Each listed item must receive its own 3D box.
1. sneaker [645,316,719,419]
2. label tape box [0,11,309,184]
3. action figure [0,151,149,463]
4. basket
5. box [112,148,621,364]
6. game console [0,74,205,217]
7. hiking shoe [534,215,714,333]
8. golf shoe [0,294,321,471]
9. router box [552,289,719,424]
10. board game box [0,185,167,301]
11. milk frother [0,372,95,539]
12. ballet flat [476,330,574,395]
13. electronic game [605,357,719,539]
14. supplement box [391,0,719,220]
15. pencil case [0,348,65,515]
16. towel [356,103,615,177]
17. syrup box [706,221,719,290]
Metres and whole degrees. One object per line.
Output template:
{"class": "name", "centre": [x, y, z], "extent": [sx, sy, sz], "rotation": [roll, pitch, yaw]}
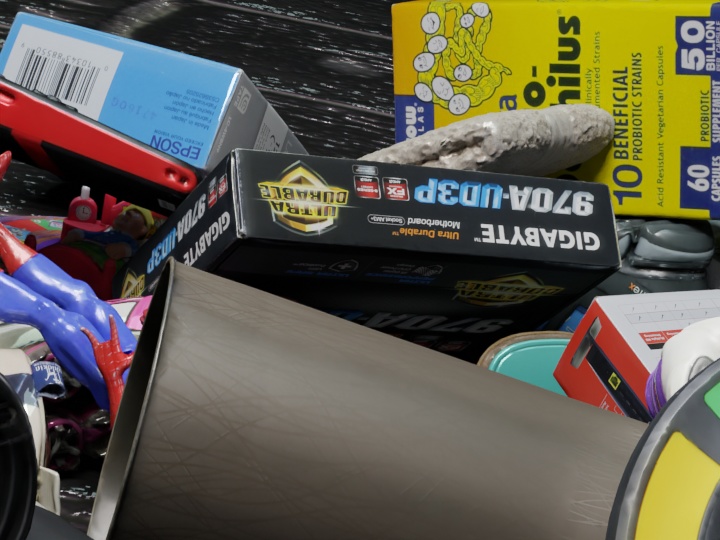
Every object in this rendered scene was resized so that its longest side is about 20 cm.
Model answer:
{"class": "sneaker", "centre": [0.179, 0.105, 0.944], "extent": [0.080, 0.201, 0.083], "rotation": [-31, -4, -15]}
{"class": "label tape box", "centre": [-0.114, -0.072, 1.451], "extent": [0.142, 0.067, 0.200], "rotation": [16, -14, 18]}
{"class": "action figure", "centre": [-0.100, 0.039, 1.022], "extent": [0.200, 0.052, 0.065], "rotation": [52, 18, 1]}
{"class": "basket", "centre": [0.006, 0.090, 0.919], "extent": [0.199, 0.137, 0.180], "rotation": [15, -23, -8]}
{"class": "box", "centre": [0.000, 0.000, 1.187], "extent": [0.199, 0.046, 0.159], "rotation": [4, -23, -26]}
{"class": "game console", "centre": [-0.157, -0.070, 1.229], "extent": [0.176, 0.031, 0.200], "rotation": [20, -3, -2]}
{"class": "hiking shoe", "centre": [0.092, 0.015, 1.301], "extent": [0.199, 0.087, 0.074], "rotation": [2, 7, 40]}
{"class": "golf shoe", "centre": [-0.092, 0.039, 1.127], "extent": [0.199, 0.073, 0.092], "rotation": [-2, 19, -33]}
{"class": "router box", "centre": [0.211, 0.084, 1.091], "extent": [0.199, 0.049, 0.180], "rotation": [-2, 43, -35]}
{"class": "board game box", "centre": [-0.137, -0.014, 1.323], "extent": [0.157, 0.039, 0.200], "rotation": [2, 18, -24]}
{"class": "milk frother", "centre": [-0.151, 0.081, 0.746], "extent": [0.180, 0.201, 0.188], "rotation": [-12, 27, -42]}
{"class": "ballet flat", "centre": [0.145, 0.071, 1.193], "extent": [0.198, 0.068, 0.072], "rotation": [8, -3, -8]}
{"class": "electronic game", "centre": [0.178, 0.116, 0.869], "extent": [0.198, 0.202, 0.042], "rotation": [5, -18, -16]}
{"class": "supplement box", "centre": [0.127, -0.090, 1.315], "extent": [0.199, 0.110, 0.109], "rotation": [4, 10, 31]}
{"class": "pencil case", "centre": [-0.215, 0.067, 0.959], "extent": [0.199, 0.078, 0.089], "rotation": [3, 4, -23]}
{"class": "towel", "centre": [0.016, -0.040, 1.247], "extent": [0.199, 0.035, 0.132], "rotation": [-19, -3, 31]}
{"class": "syrup box", "centre": [0.207, 0.027, 1.320], "extent": [0.199, 0.082, 0.079], "rotation": [22, 23, 34]}
